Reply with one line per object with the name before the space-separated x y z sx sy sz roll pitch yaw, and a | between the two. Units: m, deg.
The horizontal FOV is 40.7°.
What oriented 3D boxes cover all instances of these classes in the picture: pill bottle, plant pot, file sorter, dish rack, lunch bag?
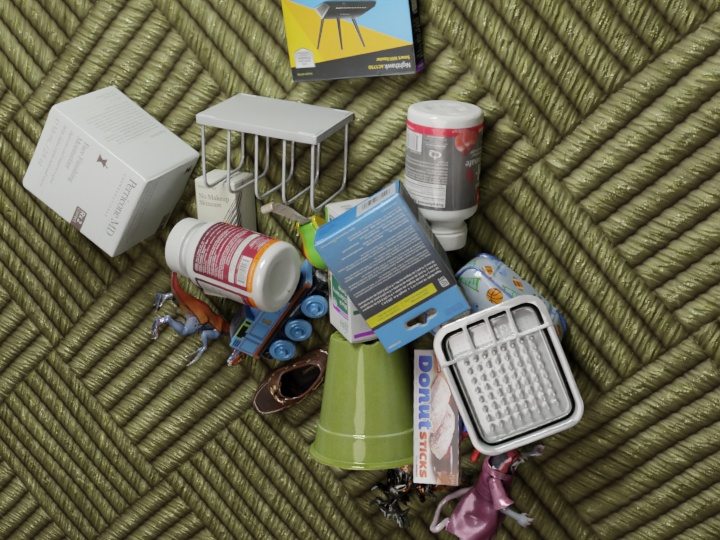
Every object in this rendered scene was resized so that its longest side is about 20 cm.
pill bottle | -0.200 -0.014 1.502 0.198 0.109 0.111 18 117 29
plant pot | 0.013 0.194 1.545 0.198 0.200 0.193 2 99 23
pill bottle | 0.118 -0.136 1.401 0.109 0.111 0.202 10 114 20
file sorter | -0.130 -0.181 1.479 0.198 0.139 0.126 13 117 19
dish rack | 0.211 0.147 1.387 0.170 0.044 0.202 -22 93 8
lunch bag | 0.198 0.080 1.471 0.200 0.076 0.161 40 123 4

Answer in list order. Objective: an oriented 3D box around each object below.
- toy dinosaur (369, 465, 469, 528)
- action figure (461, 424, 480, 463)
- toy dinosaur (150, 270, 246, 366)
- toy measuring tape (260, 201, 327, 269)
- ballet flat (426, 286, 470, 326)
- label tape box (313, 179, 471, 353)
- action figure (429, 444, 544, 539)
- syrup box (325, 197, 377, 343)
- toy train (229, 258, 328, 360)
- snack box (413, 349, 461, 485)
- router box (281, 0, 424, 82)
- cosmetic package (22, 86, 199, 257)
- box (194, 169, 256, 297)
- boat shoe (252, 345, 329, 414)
toy dinosaur | 0.077 0.335 1.618 0.199 0.102 0.137 28 108 17
action figure | 0.202 0.199 1.457 0.065 0.052 0.201 30 120 3
toy dinosaur | -0.261 0.097 1.638 0.180 0.106 0.200 11 143 -24
toy measuring tape | -0.077 -0.046 1.483 0.073 0.199 0.075 -12 70 34
ballet flat | 0.089 0.010 1.444 0.072 0.071 0.201 -56 48 30
label tape box | 0.046 -0.004 1.375 0.143 0.063 0.201 -29 110 14
action figure | 0.205 0.333 1.527 0.147 0.135 0.202 15 129 6
syrup box | 0.000 0.000 1.467 0.079 0.081 0.202 -140 44 -56
toy train | -0.130 0.064 1.586 0.113 0.087 0.201 25 123 -21
snack box | 0.117 0.221 1.470 0.071 0.024 0.203 0 88 20
router box | -0.012 -0.357 1.406 0.198 0.051 0.151 1 111 24
cosmetic package | -0.407 -0.165 1.591 0.199 0.165 0.166 37 121 6
box | -0.219 -0.060 1.604 0.081 0.068 0.203 7 113 23
boat shoe | -0.121 0.193 1.658 0.200 0.070 0.071 -39 92 32
